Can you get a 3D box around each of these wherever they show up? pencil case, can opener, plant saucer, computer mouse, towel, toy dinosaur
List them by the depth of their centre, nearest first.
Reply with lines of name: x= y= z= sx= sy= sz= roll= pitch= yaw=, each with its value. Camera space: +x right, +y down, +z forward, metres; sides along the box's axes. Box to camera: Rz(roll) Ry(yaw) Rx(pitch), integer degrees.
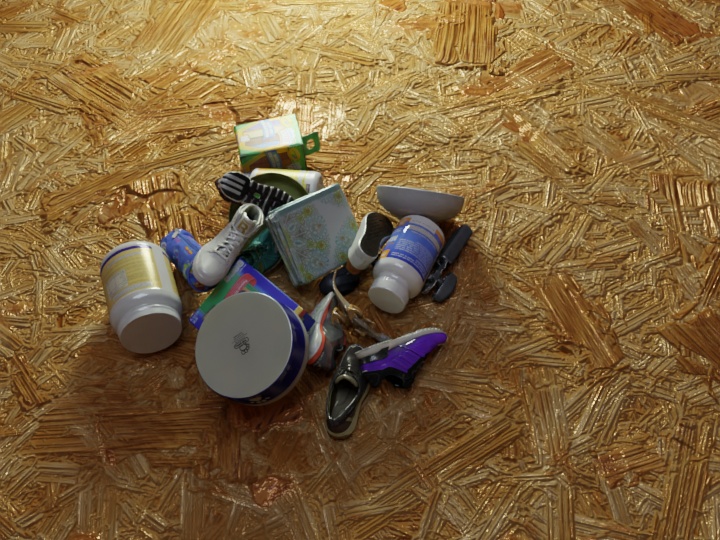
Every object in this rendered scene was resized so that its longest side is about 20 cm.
toy dinosaur: x=-0.023 y=0.084 z=1.473 sx=0.060 sy=0.106 sz=0.200 roll=-43 pitch=75 yaw=11
pencil case: x=-0.364 y=-0.027 z=1.554 sx=0.078 sy=0.087 sz=0.200 roll=-22 pitch=33 yaw=-24
towel: x=-0.094 y=-0.079 z=1.568 sx=0.199 sy=0.172 sz=0.048 roll=-28 pitch=11 yaw=-29
can opener: x=0.196 y=-0.012 z=1.577 sx=0.067 sy=0.053 sz=0.200 roll=41 pitch=58 yaw=-6
computer mouse: x=0.000 y=0.000 z=1.579 sx=0.199 sy=0.034 sz=0.059 roll=-27 pitch=53 yaw=-18
plant saucer: x=-0.196 y=-0.118 z=1.625 sx=0.199 sy=0.031 sz=0.202 roll=1 pitch=94 yaw=8

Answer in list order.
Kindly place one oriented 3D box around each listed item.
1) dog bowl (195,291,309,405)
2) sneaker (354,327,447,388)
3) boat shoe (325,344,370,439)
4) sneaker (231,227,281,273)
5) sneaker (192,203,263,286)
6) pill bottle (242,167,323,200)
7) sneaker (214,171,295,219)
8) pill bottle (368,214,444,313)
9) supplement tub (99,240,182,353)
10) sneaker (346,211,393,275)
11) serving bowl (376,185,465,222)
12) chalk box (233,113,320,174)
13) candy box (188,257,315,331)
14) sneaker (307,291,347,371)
dog bowl: x=-0.200 y=0.144 z=1.338 sx=0.199 sy=0.079 sz=0.201 roll=-6 pitch=71 yaw=17
sneaker: x=0.089 y=0.178 z=1.411 sx=0.199 sy=0.070 sz=0.100 roll=-14 pitch=78 yaw=-26
boat shoe: x=-0.021 y=0.219 z=1.379 sx=0.073 sy=0.065 sz=0.201 roll=4 pitch=50 yaw=9
sneaker: x=-0.229 y=-0.022 z=1.563 sx=0.077 sy=0.080 sz=0.200 roll=37 pitch=71 yaw=7
sneaker: x=-0.262 y=-0.062 z=1.455 sx=0.074 sy=0.116 sz=0.200 roll=36 pitch=38 yaw=-10
pill bottle: x=-0.191 y=-0.181 z=1.691 sx=0.199 sy=0.110 sz=0.110 roll=5 pitch=51 yaw=7
sneaker: x=-0.229 y=-0.157 z=1.580 sx=0.115 sy=0.199 sz=0.076 roll=12 pitch=73 yaw=59
pill bottle: x=0.093 y=-0.012 z=1.531 sx=0.111 sy=0.112 sz=0.201 roll=19 pitch=55 yaw=18
supplement tub: x=-0.448 y=0.054 z=1.491 sx=0.145 sy=0.146 sz=0.201 roll=-18 pitch=52 yaw=-11
sneaker: x=0.011 y=-0.060 z=1.572 sx=0.073 sy=0.085 sz=0.200 roll=38 pitch=33 yaw=-3
serving bowl: x=0.131 y=-0.144 z=1.620 sx=0.199 sy=0.200 sz=0.066 roll=8 pitch=94 yaw=10
chalk box: x=-0.195 y=-0.289 z=1.771 sx=0.199 sy=0.125 sz=0.124 roll=-12 pitch=50 yaw=-5
candy box: x=-0.217 y=0.101 z=1.448 sx=0.200 sy=0.077 sz=0.169 roll=36 pitch=84 yaw=28
sneaker: x=-0.067 y=0.129 z=1.468 sx=0.082 sy=0.077 sz=0.201 roll=34 pitch=37 yaw=-17
